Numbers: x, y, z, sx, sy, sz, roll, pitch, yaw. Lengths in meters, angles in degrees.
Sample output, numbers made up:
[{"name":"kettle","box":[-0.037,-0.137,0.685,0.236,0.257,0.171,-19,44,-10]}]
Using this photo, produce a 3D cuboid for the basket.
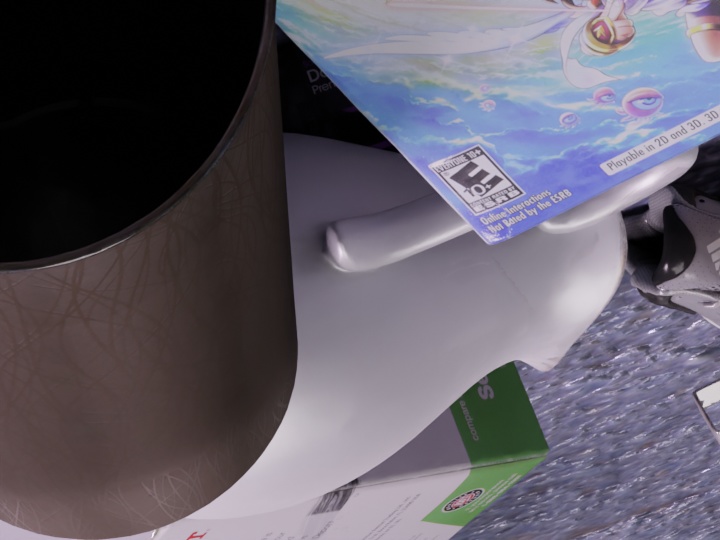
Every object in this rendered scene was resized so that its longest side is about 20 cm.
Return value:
[{"name":"basket","box":[-0.082,-0.025,0.736,0.136,0.181,0.200,-22,150,-8]}]

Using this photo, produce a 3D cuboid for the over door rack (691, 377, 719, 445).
[{"name":"over door rack","box":[0.254,0.055,1.370,0.200,0.067,0.148,-36,125,-8]}]

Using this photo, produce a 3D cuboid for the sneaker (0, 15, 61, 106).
[{"name":"sneaker","box":[-0.149,-0.039,0.860,0.200,0.080,0.095,-37,146,17]}]

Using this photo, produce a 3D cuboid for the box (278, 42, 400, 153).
[{"name":"box","box":[0.035,-0.056,1.029,0.199,0.036,0.143,-19,159,0]}]

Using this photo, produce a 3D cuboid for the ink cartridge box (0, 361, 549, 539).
[{"name":"ink cartridge box","box":[-0.043,0.089,1.250,0.199,0.085,0.146,-6,154,-36]}]

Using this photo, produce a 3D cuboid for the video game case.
[{"name":"video game case","box":[0.065,-0.111,0.770,0.199,0.046,0.181,-27,128,25]}]

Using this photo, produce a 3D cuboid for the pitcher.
[{"name":"pitcher","box":[0.000,0.000,0.924,0.199,0.122,0.172,-15,164,-33]}]

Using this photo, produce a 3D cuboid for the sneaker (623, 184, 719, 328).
[{"name":"sneaker","box":[0.181,0.007,1.189,0.115,0.075,0.200,14,177,-41]}]
